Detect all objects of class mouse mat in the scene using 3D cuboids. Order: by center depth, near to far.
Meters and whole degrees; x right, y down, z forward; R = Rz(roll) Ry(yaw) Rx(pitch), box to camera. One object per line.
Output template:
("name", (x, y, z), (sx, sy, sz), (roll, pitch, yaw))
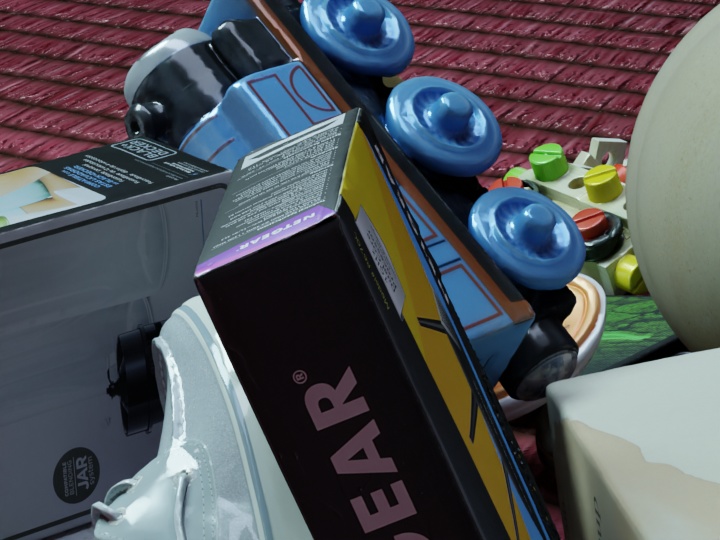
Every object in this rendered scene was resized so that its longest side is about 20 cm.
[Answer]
("mouse mat", (0.059, 0.031, 1.383), (0.200, 0.008, 0.161), (-1, 13, 36))

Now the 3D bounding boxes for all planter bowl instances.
("planter bowl", (0.210, -0.023, 1.202), (0.200, 0.200, 0.135), (-2, 10, 3))

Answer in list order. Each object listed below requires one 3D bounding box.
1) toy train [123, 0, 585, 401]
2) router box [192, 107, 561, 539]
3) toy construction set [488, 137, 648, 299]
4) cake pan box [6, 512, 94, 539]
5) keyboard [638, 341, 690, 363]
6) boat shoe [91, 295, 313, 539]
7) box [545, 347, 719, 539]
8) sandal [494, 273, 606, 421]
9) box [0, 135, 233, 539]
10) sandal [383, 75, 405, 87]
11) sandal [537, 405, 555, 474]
("toy train", (-0.006, -0.025, 1.085), (0.114, 0.087, 0.200), (-19, 62, -40))
("router box", (0.016, 0.062, 0.927), (0.051, 0.200, 0.149), (-23, 13, 9))
("toy construction set", (0.142, -0.033, 1.493), (0.131, 0.092, 0.200), (-37, 21, -23))
("cake pan box", (-0.091, 0.105, 1.045), (0.200, 0.052, 0.184), (-17, 24, -34))
("keyboard", (0.212, 0.039, 1.347), (0.200, 0.021, 0.127), (2, 15, 21))
("boat shoe", (-0.050, 0.089, 0.927), (0.071, 0.070, 0.201), (-10, 49, -8))
("box", (0.120, 0.098, 0.974), (0.078, 0.095, 0.200), (-10, 14, -4))
("sandal", (-0.004, 0.025, 1.224), (0.207, 0.059, 0.079), (-8, 41, 13))
("box", (-0.136, 0.036, 1.009), (0.200, 0.117, 0.060), (-16, 24, -34))
("sandal", (0.000, 0.000, 1.171), (0.080, 0.054, 0.200), (11, 46, -22))
("sandal", (0.141, 0.064, 1.157), (0.080, 0.054, 0.200), (-13, 18, -35))
